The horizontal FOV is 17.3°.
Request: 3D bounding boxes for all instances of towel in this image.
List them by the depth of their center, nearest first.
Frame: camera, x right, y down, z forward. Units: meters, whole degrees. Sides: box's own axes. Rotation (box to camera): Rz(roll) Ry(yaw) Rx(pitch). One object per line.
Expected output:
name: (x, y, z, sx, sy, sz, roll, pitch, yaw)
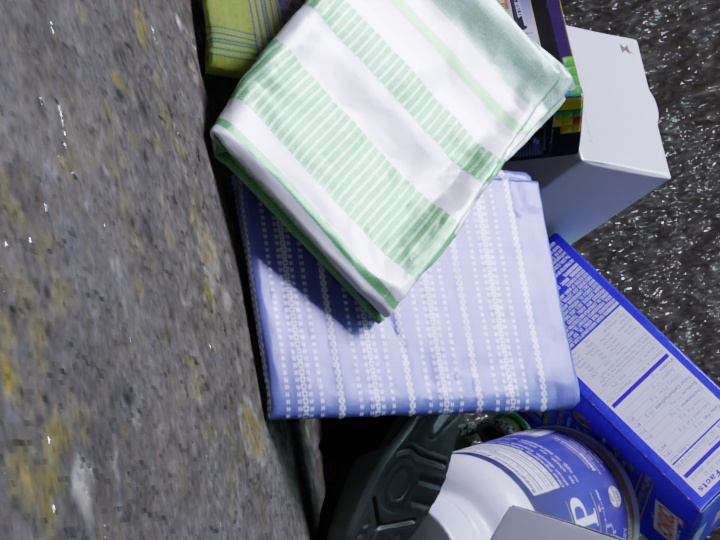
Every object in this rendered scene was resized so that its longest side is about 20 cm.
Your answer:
towel: (0.018, -0.090, 1.306, 0.153, 0.200, 0.023, 45, -30, -13)
towel: (0.026, 0.012, 1.315, 0.024, 0.200, 0.145, -38, -122, 55)
towel: (-0.007, -0.143, 1.364, 0.023, 0.200, 0.144, -52, -142, 40)

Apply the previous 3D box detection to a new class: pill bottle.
pill bottle: (0.079, 0.169, 1.480, 0.200, 0.119, 0.120, -10, 88, -55)

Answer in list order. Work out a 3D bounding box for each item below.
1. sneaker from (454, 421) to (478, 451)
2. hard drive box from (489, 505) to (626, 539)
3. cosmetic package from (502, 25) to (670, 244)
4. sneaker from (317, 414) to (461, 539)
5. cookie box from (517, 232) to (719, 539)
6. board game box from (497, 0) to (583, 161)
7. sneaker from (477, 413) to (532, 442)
sneaker: (0.047, 0.137, 1.730, 0.077, 0.088, 0.201, 61, 18, -76)
hard drive box: (0.084, 0.261, 1.336, 0.200, 0.077, 0.156, -58, 149, -32)
cosmetic package: (0.104, -0.068, 1.584, 0.200, 0.085, 0.108, -39, -125, 44)
sneaker: (-0.002, 0.076, 1.382, 0.076, 0.114, 0.200, 31, 72, -55)
cookie box: (0.172, 0.090, 1.593, 0.200, 0.075, 0.171, 45, -12, 14)
board game box: (0.026, -0.138, 1.465, 0.057, 0.199, 0.166, 88, -4, -49)
sneaker: (0.119, 0.125, 1.706, 0.089, 0.077, 0.200, 57, 26, -34)
